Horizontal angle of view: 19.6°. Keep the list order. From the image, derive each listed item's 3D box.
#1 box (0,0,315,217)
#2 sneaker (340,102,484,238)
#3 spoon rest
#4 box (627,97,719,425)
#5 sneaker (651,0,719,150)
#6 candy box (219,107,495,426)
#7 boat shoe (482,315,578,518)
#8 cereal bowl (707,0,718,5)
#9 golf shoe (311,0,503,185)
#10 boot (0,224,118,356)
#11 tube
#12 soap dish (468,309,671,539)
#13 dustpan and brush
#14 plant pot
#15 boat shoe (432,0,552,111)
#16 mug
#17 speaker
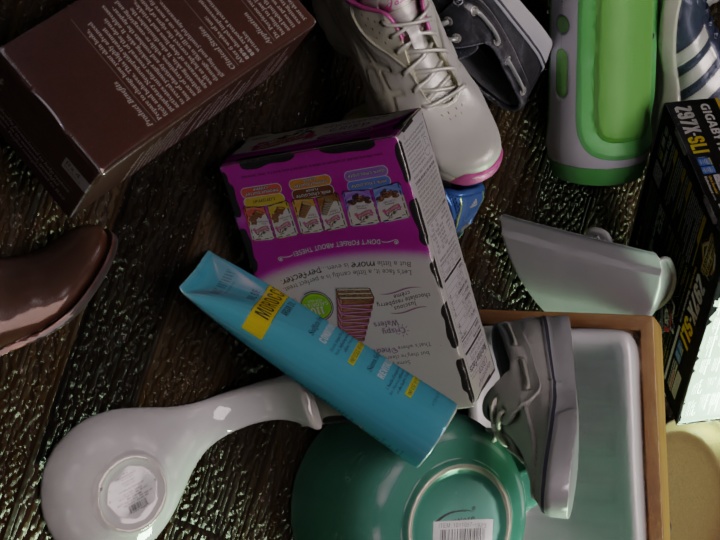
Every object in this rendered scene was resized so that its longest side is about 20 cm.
[{"bbox_3d":[-0.134,-0.132,1.314,0.200,0.075,0.100,-38,87,-35],"label":"box"},{"bbox_3d":[0.036,-0.019,1.479,0.075,0.104,0.202,-20,107,-50],"label":"sneaker"},{"bbox_3d":[-0.124,0.124,1.387,0.199,0.060,0.100,-24,108,-25],"label":"spoon rest"},{"bbox_3d":[0.259,-0.006,1.606,0.049,0.161,0.201,-6,137,-12],"label":"box"},{"bbox_3d":[0.274,-0.167,1.647,0.075,0.084,0.202,-86,173,-66],"label":"sneaker"},{"bbox_3d":[0.000,0.000,1.424,0.061,0.135,0.202,-49,128,-59],"label":"candy box"},{"bbox_3d":[0.117,0.097,1.447,0.201,0.065,0.072,-86,176,-52],"label":"boat shoe"},{"bbox_3d":[0.270,-0.308,1.695,0.199,0.083,0.202,-5,97,-42],"label":"cereal bowl"},{"bbox_3d":[0.030,-0.148,1.418,0.075,0.092,0.201,-31,72,-15],"label":"golf shoe"},{"bbox_3d":[-0.254,-0.037,1.246,0.186,0.064,0.201,-46,118,-33],"label":"boot"},{"bbox_3d":[-0.030,0.056,1.389,0.199,0.077,0.051,34,106,-1],"label":"tube"},{"bbox_3d":[0.162,0.128,1.586,0.081,0.156,0.202,-15,103,-58],"label":"soap dish"},{"bbox_3d":[0.187,0.024,1.635,0.057,0.138,0.201,-56,150,-35],"label":"dustpan and brush"},{"bbox_3d":[0.269,0.221,1.772,0.199,0.027,0.202,-3,95,-43],"label":"plant pot"},{"bbox_3d":[0.069,-0.186,1.530,0.200,0.071,0.068,41,65,-45],"label":"boat shoe"},{"bbox_3d":[0.052,0.161,1.480,0.185,0.114,0.152,-48,114,-18],"label":"mug"},{"bbox_3d":[0.186,-0.172,1.606,0.088,0.088,0.202,-19,117,-40],"label":"speaker"}]
